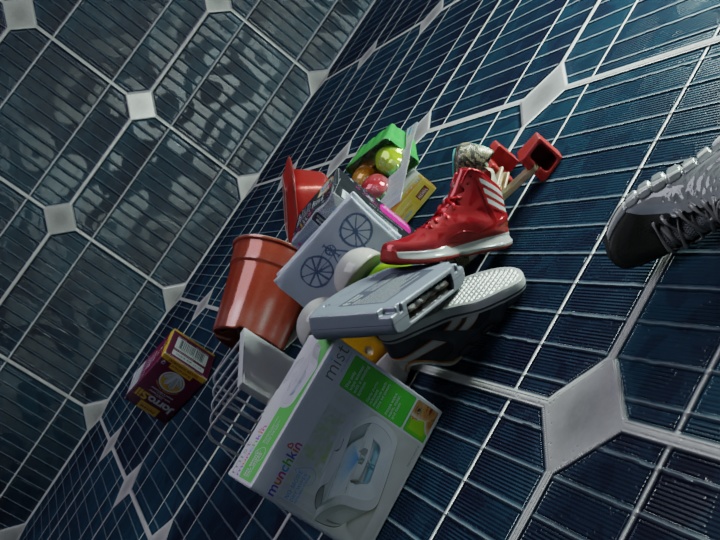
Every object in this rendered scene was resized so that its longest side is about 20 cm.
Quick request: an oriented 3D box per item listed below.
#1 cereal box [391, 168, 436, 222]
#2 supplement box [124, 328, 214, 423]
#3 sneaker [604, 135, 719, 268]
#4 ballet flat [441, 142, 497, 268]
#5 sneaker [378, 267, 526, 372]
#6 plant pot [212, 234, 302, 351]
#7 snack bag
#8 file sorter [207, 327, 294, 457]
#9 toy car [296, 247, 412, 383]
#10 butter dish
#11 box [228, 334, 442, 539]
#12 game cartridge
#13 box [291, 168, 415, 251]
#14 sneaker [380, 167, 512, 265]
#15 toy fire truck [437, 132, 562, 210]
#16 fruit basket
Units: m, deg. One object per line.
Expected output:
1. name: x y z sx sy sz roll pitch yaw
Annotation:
1. cereal box: 0.065 -0.133 1.637 0.144 0.039 0.200 -51 18 6
2. supplement box: -0.479 0.266 2.148 0.200 0.130 0.104 -46 20 27
3. sneaker: 0.318 -0.051 0.798 0.200 0.075 0.116 -44 23 27
4. ballet flat: 0.160 -0.079 1.216 0.068 0.075 0.202 -23 -60 -70
5. sneaker: 0.124 0.065 1.091 0.198 0.080 0.079 -23 23 12
6. plant pot: -0.199 0.062 1.740 0.200 0.200 0.197 -24 43 57
7. snack bag: -0.001 0.013 1.293 0.189 0.200 0.021 -47 8 17
8. file sorter: -0.177 0.221 1.456 0.125 0.138 0.200 -52 18 13
9. toy car: 0.023 0.079 1.221 0.201 0.175 0.150 -53 -19 5
10. butter dish: -0.098 -0.144 1.925 0.200 0.146 0.202 -113 21 -68
11. box: -0.030 0.208 1.040 0.201 0.176 0.096 -58 21 -16
12. game cartridge: 0.030 0.036 1.042 0.132 0.042 0.200 -11 11 34
13. box: 0.002 -0.042 1.362 0.115 0.199 0.132 -48 14 19
14. sneaker: 0.107 -0.073 1.136 0.078 0.198 0.117 -3 96 60
15. toy fire truck: 0.199 -0.126 1.270 0.200 0.049 0.141 -50 20 17
16. fruit basket: 0.038 -0.162 1.592 0.185 0.093 0.202 -32 41 44
